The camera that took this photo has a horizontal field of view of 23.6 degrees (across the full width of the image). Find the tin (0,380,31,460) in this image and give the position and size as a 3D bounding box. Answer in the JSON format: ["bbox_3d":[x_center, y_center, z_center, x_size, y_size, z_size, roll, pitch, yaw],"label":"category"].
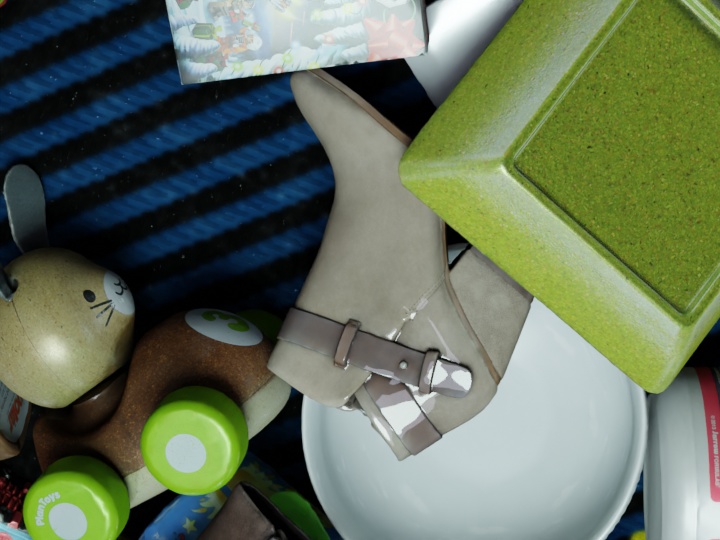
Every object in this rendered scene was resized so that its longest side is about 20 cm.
[{"bbox_3d":[-0.236,0.020,0.992,0.042,0.112,0.200,-11,116,8],"label":"tin"}]

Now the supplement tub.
[{"bbox_3d":[0.269,0.125,0.996,0.200,0.140,0.141,0,116,4],"label":"supplement tub"}]

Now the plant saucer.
[{"bbox_3d":[0.155,-0.066,0.910,0.200,0.048,0.200,39,83,-15],"label":"plant saucer"}]

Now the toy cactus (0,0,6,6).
[{"bbox_3d":[-0.264,-0.186,0.871,0.200,0.165,0.102,36,93,-19],"label":"toy cactus"}]

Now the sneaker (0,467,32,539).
[{"bbox_3d":[-0.209,0.201,1.099,0.200,0.079,0.096,37,106,-3],"label":"sneaker"}]

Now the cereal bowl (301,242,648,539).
[{"bbox_3d":[0.070,0.087,1.002,0.200,0.083,0.200,-1,85,12],"label":"cereal bowl"}]

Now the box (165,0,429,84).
[{"bbox_3d":[-0.043,-0.204,0.903,0.137,0.040,0.200,-7,112,6],"label":"box"}]

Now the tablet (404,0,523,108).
[{"bbox_3d":[0.122,-0.087,0.972,0.130,0.014,0.200,-29,111,17],"label":"tablet"}]

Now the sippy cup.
[{"bbox_3d":[-0.063,0.187,1.048,0.130,0.140,0.178,49,115,10],"label":"sippy cup"}]

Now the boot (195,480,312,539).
[{"bbox_3d":[-0.101,0.185,0.975,0.200,0.072,0.166,39,107,31],"label":"boot"}]

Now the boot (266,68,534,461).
[{"bbox_3d":[0.000,0.000,0.945,0.200,0.070,0.146,40,91,11],"label":"boot"}]

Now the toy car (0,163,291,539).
[{"bbox_3d":[-0.149,0.031,0.975,0.158,0.164,0.200,-31,99,17],"label":"toy car"}]
